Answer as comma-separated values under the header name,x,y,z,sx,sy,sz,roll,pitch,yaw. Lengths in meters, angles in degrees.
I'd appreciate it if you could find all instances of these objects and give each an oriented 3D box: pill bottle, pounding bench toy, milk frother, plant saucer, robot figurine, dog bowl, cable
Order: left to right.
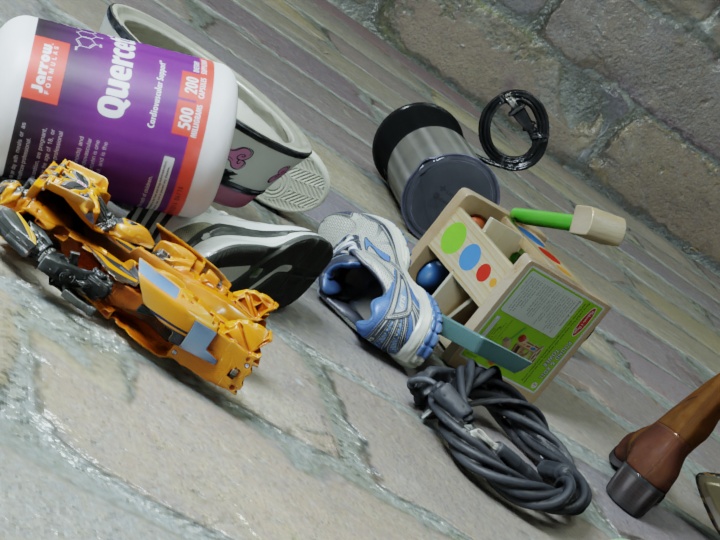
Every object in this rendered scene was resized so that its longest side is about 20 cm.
name,x,y,z,sx,sy,sz,roll,pitch,yaw
pill bottle,-0.192,-0.110,1.148,0.200,0.113,0.112,12,20,-14
robot figurine,-0.149,-0.003,1.083,0.200,0.058,0.145,36,12,-10
dog bowl,-0.140,-0.128,1.337,0.200,0.074,0.200,36,11,-8
plant saucer,0.065,0.044,1.472,0.070,0.019,0.200,27,1,-40
milk frother,0.137,-0.130,1.972,0.180,0.200,0.188,36,13,-24
cable,0.128,0.137,1.357,0.163,0.051,0.200,43,12,27
pounding bench toy,0.150,-0.009,1.585,0.124,0.200,0.156,27,18,-38

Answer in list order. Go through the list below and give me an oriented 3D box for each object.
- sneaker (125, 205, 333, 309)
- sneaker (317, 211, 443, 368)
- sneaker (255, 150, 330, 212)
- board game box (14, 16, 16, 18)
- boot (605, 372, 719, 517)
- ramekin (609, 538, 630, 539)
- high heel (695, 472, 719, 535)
name,x,y,z,sx,sy,sz,roll,pitch,yaw
sneaker,-0.103,-0.034,1.270,0.115,0.076,0.200,45,17,21
sneaker,0.000,0.000,1.440,0.085,0.077,0.200,23,19,-36
sneaker,-0.115,-0.130,1.569,0.200,0.075,0.085,33,18,-19
board game box,-0.239,-0.133,1.342,0.135,0.034,0.200,33,14,-19
boot,0.313,0.126,1.554,0.068,0.200,0.188,41,13,14
ramekin,0.194,0.264,0.994,0.200,0.098,0.200,35,13,-10
high heel,0.397,0.250,1.673,0.200,0.071,0.143,37,6,-12
